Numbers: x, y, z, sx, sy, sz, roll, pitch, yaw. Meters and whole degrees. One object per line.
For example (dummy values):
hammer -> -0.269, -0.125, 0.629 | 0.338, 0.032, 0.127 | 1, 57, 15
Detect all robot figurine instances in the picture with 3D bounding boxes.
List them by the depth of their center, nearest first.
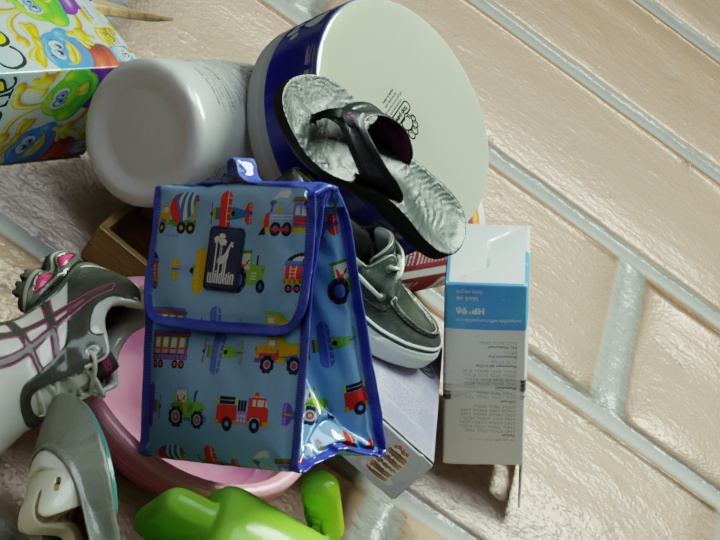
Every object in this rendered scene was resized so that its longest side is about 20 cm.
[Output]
robot figurine -> -0.061, 0.219, 1.478 | 0.199, 0.116, 0.176 | 33, 57, -13

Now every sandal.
sandal -> 0.017, -0.085, 1.667 | 0.200, 0.048, 0.076 | 37, 49, -32

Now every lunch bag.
lunch bag -> -0.069, 0.025, 1.502 | 0.094, 0.150, 0.201 | -7, 96, -48

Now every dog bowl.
dog bowl -> 0.008, -0.109, 1.767 | 0.199, 0.079, 0.201 | 22, 58, -40

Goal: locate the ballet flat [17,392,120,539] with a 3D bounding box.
ballet flat -> -0.182, 0.172, 1.421 | 0.063, 0.067, 0.201 | -2, 69, -41

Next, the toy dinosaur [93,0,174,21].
toy dinosaur -> -0.271, -0.221, 1.893 | 0.199, 0.060, 0.107 | -14, 65, -32

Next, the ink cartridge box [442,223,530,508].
ink cartridge box -> 0.100, 0.077, 1.806 | 0.067, 0.201, 0.116 | 2, 25, 5

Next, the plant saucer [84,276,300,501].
plant saucer -> -0.130, 0.095, 1.628 | 0.200, 0.051, 0.201 | 25, 37, -20

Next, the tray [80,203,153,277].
tray -> -0.114, 0.023, 1.758 | 0.200, 0.037, 0.099 | 40, 30, 1

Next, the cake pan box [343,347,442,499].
cake pan box -> -0.023, 0.053, 1.706 | 0.200, 0.052, 0.184 | 42, 20, -17

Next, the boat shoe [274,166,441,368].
boat shoe -> 0.000, 0.000, 1.674 | 0.200, 0.071, 0.072 | 38, 22, -29

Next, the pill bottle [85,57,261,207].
pill bottle -> -0.116, -0.109, 1.787 | 0.115, 0.114, 0.200 | 50, 26, 19

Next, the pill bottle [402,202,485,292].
pill bottle -> 0.007, -0.032, 1.881 | 0.199, 0.113, 0.113 | -10, 55, -52

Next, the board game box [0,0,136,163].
board game box -> -0.286, -0.153, 1.738 | 0.199, 0.103, 0.105 | -12, 57, -52

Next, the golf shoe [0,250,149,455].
golf shoe -> -0.212, 0.065, 1.502 | 0.088, 0.077, 0.200 | 14, 48, 20
